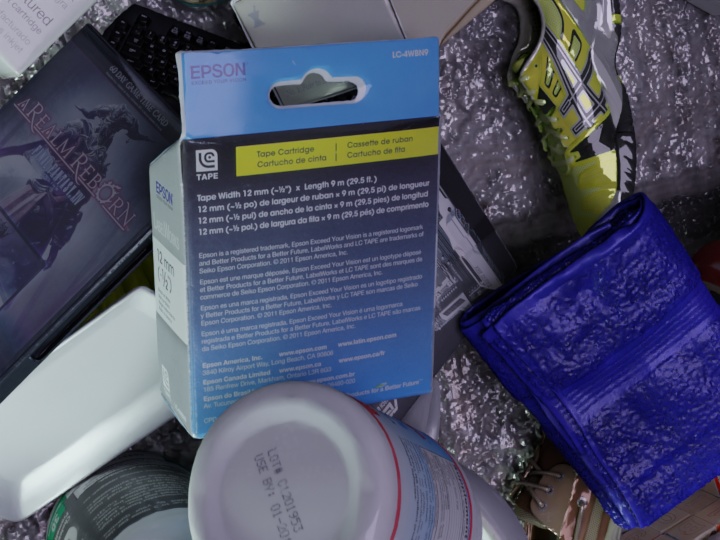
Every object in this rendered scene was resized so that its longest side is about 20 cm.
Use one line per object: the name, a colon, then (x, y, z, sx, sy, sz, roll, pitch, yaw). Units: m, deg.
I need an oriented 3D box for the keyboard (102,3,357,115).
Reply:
keyboard: (-0.058, -0.119, 0.817, 0.199, 0.040, 0.104, 21, 53, -3)

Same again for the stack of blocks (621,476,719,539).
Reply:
stack of blocks: (0.296, 0.191, 1.036, 0.199, 0.059, 0.116, -27, 106, -17)

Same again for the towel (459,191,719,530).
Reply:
towel: (0.177, 0.067, 0.878, 0.147, 0.050, 0.200, -36, 110, 10)

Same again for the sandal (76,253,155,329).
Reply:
sandal: (-0.138, 0.034, 0.839, 0.199, 0.080, 0.087, 1, 133, -30)

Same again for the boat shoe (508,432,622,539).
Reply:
boat shoe: (0.146, 0.163, 0.965, 0.071, 0.076, 0.201, -3, 96, -20)

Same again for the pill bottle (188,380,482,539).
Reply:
pill bottle: (-0.002, 0.129, 0.715, 0.109, 0.108, 0.200, -62, 154, -4)

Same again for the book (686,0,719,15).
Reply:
book: (0.210, -0.237, 0.906, 0.199, 0.133, 0.048, 21, 89, -23)

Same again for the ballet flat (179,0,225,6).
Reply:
ballet flat: (-0.042, -0.239, 0.830, 0.200, 0.072, 0.072, -38, 109, -19)

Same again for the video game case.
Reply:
video game case: (-0.185, -0.029, 0.760, 0.200, 0.143, 0.019, -45, 150, 0)

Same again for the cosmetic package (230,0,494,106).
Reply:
cosmetic package: (0.025, -0.178, 0.806, 0.200, 0.103, 0.073, -46, 117, -46)

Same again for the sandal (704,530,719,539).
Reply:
sandal: (0.320, 0.205, 0.983, 0.206, 0.059, 0.080, -29, 107, -17)

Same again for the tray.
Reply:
tray: (-0.169, 0.078, 0.792, 0.200, 0.022, 0.107, -34, 138, 16)

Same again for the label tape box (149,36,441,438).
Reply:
label tape box: (-0.034, -0.024, 0.717, 0.142, 0.066, 0.201, -8, 109, -23)

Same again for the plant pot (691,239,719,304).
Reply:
plant pot: (0.346, 0.029, 0.962, 0.182, 0.200, 0.201, -27, 106, -14)

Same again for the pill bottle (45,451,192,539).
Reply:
pill bottle: (-0.114, 0.182, 0.789, 0.112, 0.200, 0.114, -3, 97, -21)

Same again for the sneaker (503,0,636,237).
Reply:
sneaker: (0.140, -0.118, 0.933, 0.076, 0.075, 0.201, -8, 90, -14)

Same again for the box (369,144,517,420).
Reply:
box: (0.000, 0.000, 0.856, 0.200, 0.050, 0.158, -48, 113, -37)

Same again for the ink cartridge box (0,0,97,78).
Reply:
ink cartridge box: (-0.181, -0.231, 0.773, 0.200, 0.083, 0.147, -47, 111, -10)

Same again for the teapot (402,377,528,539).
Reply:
teapot: (0.027, 0.204, 0.887, 0.200, 0.146, 0.198, -40, 82, 4)
